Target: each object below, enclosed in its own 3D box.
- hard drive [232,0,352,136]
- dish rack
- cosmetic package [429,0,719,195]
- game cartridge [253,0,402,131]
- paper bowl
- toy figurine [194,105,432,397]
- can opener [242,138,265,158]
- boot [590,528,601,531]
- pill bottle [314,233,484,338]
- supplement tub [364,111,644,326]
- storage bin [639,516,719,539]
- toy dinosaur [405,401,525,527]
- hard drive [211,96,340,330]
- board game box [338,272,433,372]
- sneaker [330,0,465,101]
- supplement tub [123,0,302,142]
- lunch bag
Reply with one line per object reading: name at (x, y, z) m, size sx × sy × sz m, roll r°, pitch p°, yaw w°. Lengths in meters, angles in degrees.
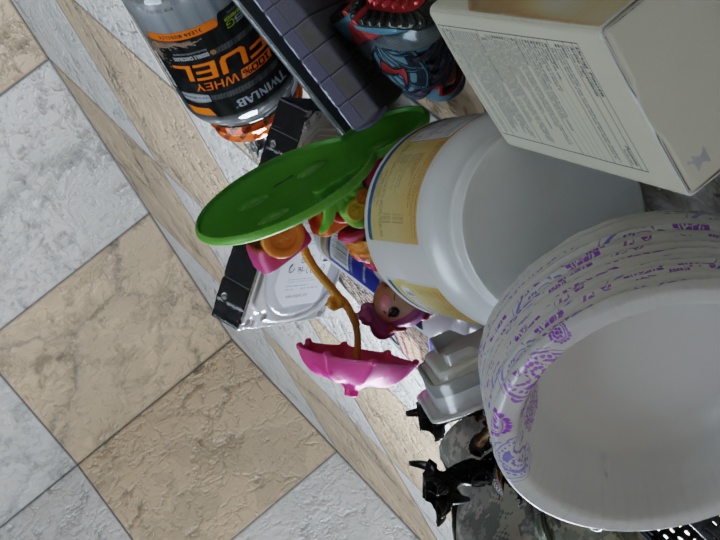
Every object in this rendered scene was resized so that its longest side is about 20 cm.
hard drive at (-0.061, -0.209, 1.261) m, size 0.200 × 0.033 × 0.140 m, roll 50°, pitch -166°, yaw -15°
dish rack at (0.117, 0.051, 1.136) m, size 0.200 × 0.171 × 0.044 m, roll -127°, pitch 14°, yaw -87°
cosmetic package at (0.126, -0.114, 0.834) m, size 0.105 × 0.071 × 0.200 m, roll 57°, pitch 169°, yaw -24°
game cartridge at (-0.020, -0.171, 1.171) m, size 0.130 × 0.038 × 0.200 m, roll 57°, pitch -167°, yaw -7°
paper bowl at (0.166, 0.050, 0.903) m, size 0.105 × 0.200 × 0.201 m, roll -100°, pitch -15°, yaw -48°
toy figurine at (0.000, 0.000, 1.200) m, size 0.185 × 0.199 × 0.150 m, roll 64°, pitch 166°, yaw -22°
can opener at (-0.097, -0.184, 1.646) m, size 0.053 × 0.067 × 0.200 m, roll 49°, pitch 156°, yaw 13°
boot at (0.219, 0.128, 1.030) m, size 0.203 × 0.153 × 0.074 m, roll 41°, pitch 166°, yaw 44°
pill bottle at (0.065, -0.008, 1.313) m, size 0.200 × 0.116 × 0.116 m, roll 38°, pitch 164°, yaw 28°
supplement tub at (0.093, -0.034, 1.044) m, size 0.145 × 0.144 × 0.200 m, roll 53°, pitch 170°, yaw -11°
storage bin at (0.274, 0.179, 1.142) m, size 0.200 × 0.094 × 0.135 m, roll 44°, pitch 167°, yaw 31°
toy dinosaur at (0.113, 0.141, 1.256) m, size 0.200 × 0.135 × 0.103 m, roll 157°, pitch 101°, yaw -73°
hard drive at (-0.048, -0.049, 1.352) m, size 0.038 × 0.201 × 0.139 m, roll 26°, pitch -164°, yaw 27°
board game box at (0.053, 0.004, 1.481) m, size 0.200 × 0.097 × 0.160 m, roll 48°, pitch 169°, yaw 21°
sneaker at (0.046, -0.161, 1.053) m, size 0.096 × 0.079 × 0.200 m, roll 48°, pitch 180°, yaw -12°
supplement tub at (-0.133, -0.221, 1.445) m, size 0.122 × 0.122 × 0.200 m, roll 41°, pitch 166°, yaw 44°
lunch bag at (0.153, 0.200, 1.351) m, size 0.140 × 0.167 × 0.201 m, roll 56°, pitch -160°, yaw -37°
